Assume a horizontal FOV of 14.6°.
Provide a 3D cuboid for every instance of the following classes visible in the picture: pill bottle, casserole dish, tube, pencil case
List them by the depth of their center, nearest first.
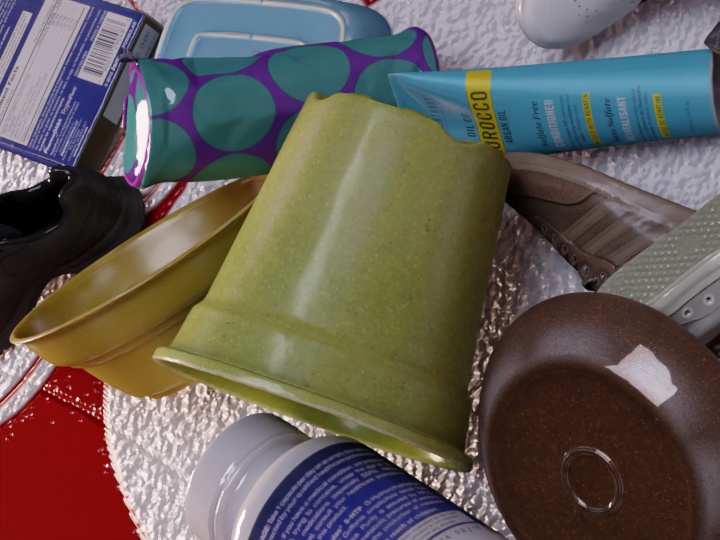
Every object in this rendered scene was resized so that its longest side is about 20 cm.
[{"bbox_3d":[-0.007,0.167,1.661,0.200,0.120,0.120,32,90,36],"label":"pill bottle"},{"bbox_3d":[0.121,-0.099,1.704,0.199,0.078,0.050,-5,33,19],"label":"tube"},{"bbox_3d":[-0.051,-0.103,1.760,0.199,0.085,0.093,-7,29,-12],"label":"pencil case"},{"bbox_3d":[-0.068,-0.131,1.869,0.199,0.039,0.122,9,77,33],"label":"casserole dish"}]

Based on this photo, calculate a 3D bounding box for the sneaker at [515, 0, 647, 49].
[{"bbox_3d":[0.181,-0.194,1.681,0.199,0.080,0.130,-34,21,7],"label":"sneaker"}]

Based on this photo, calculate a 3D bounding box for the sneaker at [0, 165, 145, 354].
[{"bbox_3d":[-0.243,-0.009,1.899,0.200,0.091,0.076,-40,57,15],"label":"sneaker"}]

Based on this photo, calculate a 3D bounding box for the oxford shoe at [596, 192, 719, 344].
[{"bbox_3d":[0.221,-0.011,1.565,0.200,0.058,0.075,-35,27,15],"label":"oxford shoe"}]

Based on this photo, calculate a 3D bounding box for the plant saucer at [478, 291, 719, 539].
[{"bbox_3d":[0.138,0.112,1.571,0.200,0.037,0.201,18,120,35],"label":"plant saucer"}]

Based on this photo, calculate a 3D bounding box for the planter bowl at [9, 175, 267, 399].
[{"bbox_3d":[-0.117,0.024,1.784,0.200,0.200,0.084,-27,101,21],"label":"planter bowl"}]

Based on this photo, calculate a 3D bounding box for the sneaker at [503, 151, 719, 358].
[{"bbox_3d":[0.149,-0.012,1.664,0.199,0.070,0.076,22,85,37],"label":"sneaker"}]

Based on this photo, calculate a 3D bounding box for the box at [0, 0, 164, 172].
[{"bbox_3d":[-0.240,-0.145,1.985,0.199,0.032,0.122,21,83,35],"label":"box"}]

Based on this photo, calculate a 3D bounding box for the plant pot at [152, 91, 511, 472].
[{"bbox_3d":[0.000,0.000,1.666,0.200,0.200,0.185,14,83,35],"label":"plant pot"}]

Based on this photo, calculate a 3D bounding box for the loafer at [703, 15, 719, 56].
[{"bbox_3d":[0.268,-0.081,1.612,0.072,0.073,0.201,-34,58,15],"label":"loafer"}]
